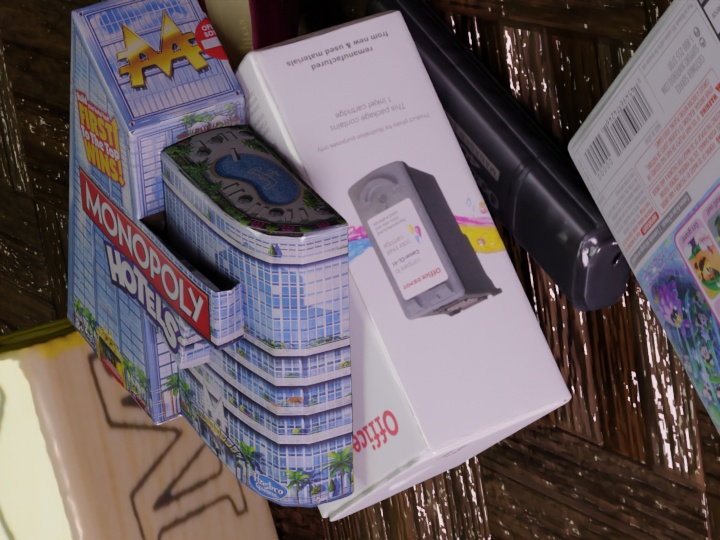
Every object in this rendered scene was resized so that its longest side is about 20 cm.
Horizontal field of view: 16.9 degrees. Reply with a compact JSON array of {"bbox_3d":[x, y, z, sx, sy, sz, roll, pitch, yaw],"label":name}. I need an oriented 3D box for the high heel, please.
[{"bbox_3d":[-0.081,-0.145,1.188,0.067,0.200,0.096,-8,56,29],"label":"high heel"}]

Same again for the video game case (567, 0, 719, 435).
[{"bbox_3d":[0.162,-0.023,0.938,0.182,0.024,0.200,63,152,18],"label":"video game case"}]

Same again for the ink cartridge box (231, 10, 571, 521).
[{"bbox_3d":[0.000,0.000,1.141,0.200,0.086,0.148,66,155,8],"label":"ink cartridge box"}]

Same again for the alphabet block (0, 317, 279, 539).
[{"bbox_3d":[-0.188,0.138,1.471,0.195,0.196,0.200,-14,94,29],"label":"alphabet block"}]

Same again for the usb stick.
[{"bbox_3d":[0.060,-0.058,1.111,0.200,0.033,0.055,51,154,37],"label":"usb stick"}]

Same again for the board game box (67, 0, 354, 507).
[{"bbox_3d":[-0.077,-0.018,1.114,0.200,0.062,0.200,43,145,47],"label":"board game box"}]
